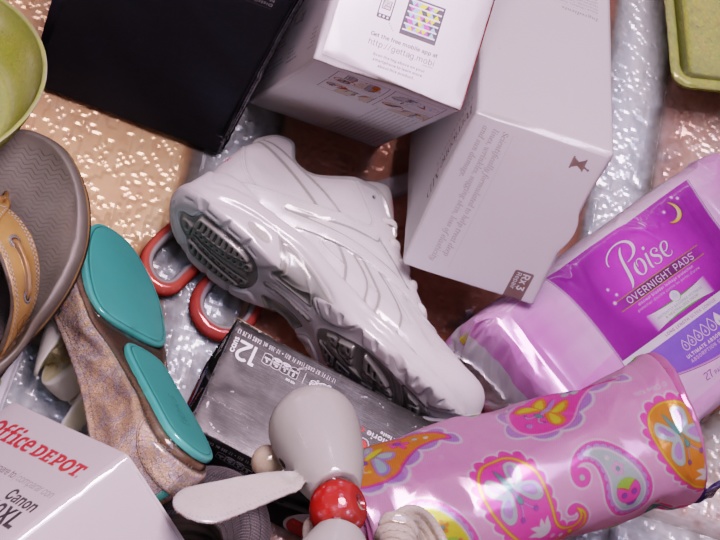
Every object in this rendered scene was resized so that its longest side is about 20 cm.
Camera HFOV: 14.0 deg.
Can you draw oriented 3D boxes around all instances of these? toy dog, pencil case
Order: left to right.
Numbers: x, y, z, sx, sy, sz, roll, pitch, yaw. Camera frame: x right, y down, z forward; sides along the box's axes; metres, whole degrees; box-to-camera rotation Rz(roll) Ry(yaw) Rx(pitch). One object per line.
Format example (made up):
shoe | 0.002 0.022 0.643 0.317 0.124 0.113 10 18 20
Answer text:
toy dog | -0.034 0.150 1.317 0.132 0.096 0.200 57 20 -18
pencil case | 0.077 0.108 1.465 0.199 0.087 0.088 -17 73 -21

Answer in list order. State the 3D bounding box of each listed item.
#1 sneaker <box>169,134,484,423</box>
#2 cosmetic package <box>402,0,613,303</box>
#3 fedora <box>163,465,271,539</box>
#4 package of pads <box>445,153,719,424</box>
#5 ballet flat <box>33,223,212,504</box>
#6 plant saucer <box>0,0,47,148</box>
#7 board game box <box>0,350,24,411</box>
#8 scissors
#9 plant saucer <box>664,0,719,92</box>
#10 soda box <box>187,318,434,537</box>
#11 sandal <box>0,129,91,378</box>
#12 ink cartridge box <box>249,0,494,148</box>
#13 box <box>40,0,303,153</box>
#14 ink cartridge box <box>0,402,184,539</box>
sneaker | 0.000 0.000 1.550 0.200 0.078 0.099 43 61 2
cosmetic package | 0.080 -0.092 1.578 0.081 0.113 0.201 19 36 -9
fedora | -0.108 0.192 1.413 0.091 0.176 0.200 61 21 -23
package of pads | 0.152 0.034 1.604 0.200 0.076 0.121 -34 82 -29
ballet flat | -0.131 0.052 1.487 0.068 0.067 0.200 37 18 -34
plant saucer | -0.260 -0.092 1.501 0.198 0.031 0.201 3 38 -2
board game box | -0.232 0.023 1.493 0.126 0.035 0.201 23 59 -8
scissors | -0.033 -0.033 1.603 0.200 0.014 0.073 -37 81 -28
plant saucer | 0.261 -0.179 1.755 0.199 0.048 0.201 5 65 -17
soda box | 0.002 0.109 1.523 0.199 0.063 0.071 28 62 -5
sandal | -0.196 0.008 1.452 0.081 0.055 0.201 24 60 13
ink cartridge box | 0.019 -0.168 1.549 0.083 0.200 0.177 18 84 -10
box | -0.080 -0.204 1.559 0.122 0.199 0.201 20 61 -7
ink cartridge box | -0.191 0.159 1.349 0.200 0.145 0.085 -37 114 -20
